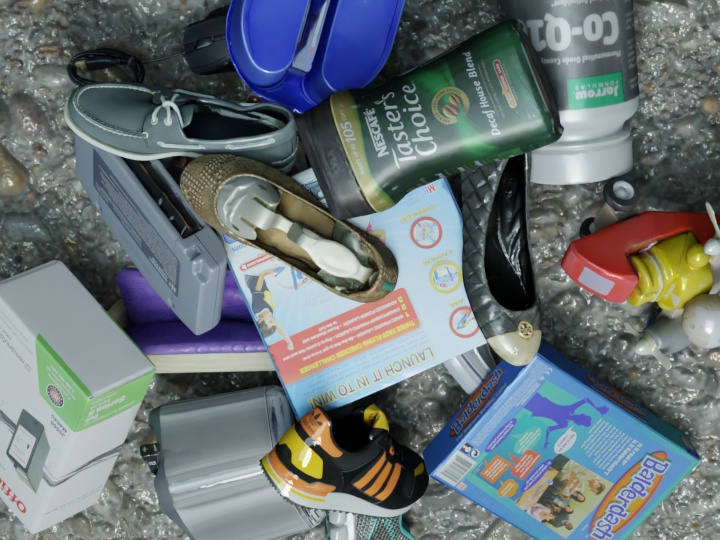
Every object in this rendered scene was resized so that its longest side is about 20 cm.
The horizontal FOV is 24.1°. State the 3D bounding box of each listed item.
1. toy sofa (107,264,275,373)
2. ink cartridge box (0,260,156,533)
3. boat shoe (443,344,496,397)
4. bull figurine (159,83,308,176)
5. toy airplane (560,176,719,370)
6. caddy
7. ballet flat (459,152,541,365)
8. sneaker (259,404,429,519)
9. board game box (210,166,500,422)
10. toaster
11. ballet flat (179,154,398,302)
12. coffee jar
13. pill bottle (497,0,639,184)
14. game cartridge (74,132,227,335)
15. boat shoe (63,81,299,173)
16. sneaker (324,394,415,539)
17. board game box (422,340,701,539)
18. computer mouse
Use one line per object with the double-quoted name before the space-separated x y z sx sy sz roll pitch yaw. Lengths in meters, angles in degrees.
"toy sofa" -0.135 0.049 1.531 0.200 0.083 0.098 -2 106 8
"ink cartridge box" -0.282 0.115 1.512 0.146 0.084 0.200 45 132 19
"boat shoe" 0.082 0.016 1.495 0.067 0.074 0.200 -26 100 16
"bull figurine" -0.088 -0.104 1.489 0.200 0.065 0.121 37 101 -8
"toy airplane" 0.290 0.001 1.405 0.199 0.141 0.200 -23 146 24
"caddy" -0.034 -0.232 1.424 0.141 0.105 0.200 16 91 -11
"ballet flat" 0.119 -0.021 1.386 0.057 0.066 0.200 -12 85 52
"sneaker" 0.008 0.156 1.437 0.090 0.200 0.070 -52 55 21
"board game box" 0.000 0.000 1.439 0.200 0.056 0.196 -23 94 3
"toaster" -0.109 0.175 1.517 0.129 0.114 0.200 -14 147 5
"ballet flat" -0.057 -0.037 1.377 0.200 0.065 0.071 26 94 0
"coffee jar" 0.053 -0.116 1.345 0.200 0.085 0.104 -22 90 13
"pill bottle" 0.174 -0.179 1.408 0.113 0.113 0.200 -5 105 9
"game cartridge" -0.183 -0.045 1.470 0.041 0.133 0.200 -32 71 -19
"boat shoe" -0.148 -0.130 1.414 0.200 0.073 0.062 13 149 -4
"sneaker" 0.013 0.179 1.562 0.091 0.078 0.200 -3 109 -8
"board game box" 0.180 0.166 1.510 0.200 0.045 0.152 34 108 -21
"computer mouse" -0.163 -0.193 1.480 0.200 0.034 0.059 -13 84 7
